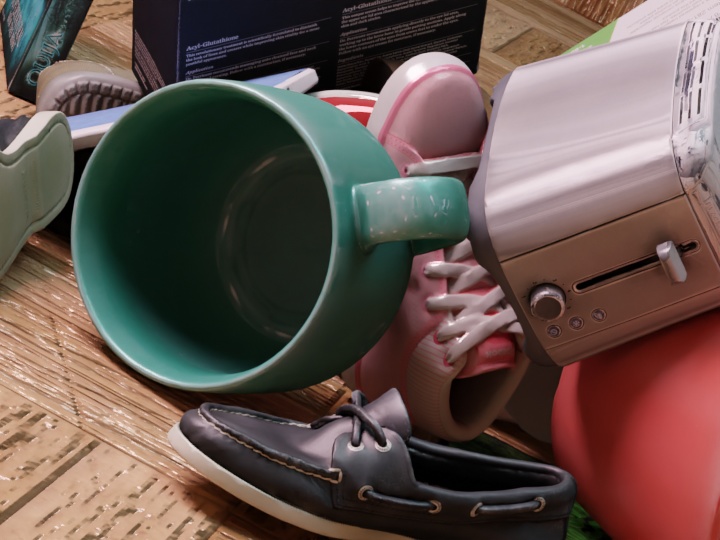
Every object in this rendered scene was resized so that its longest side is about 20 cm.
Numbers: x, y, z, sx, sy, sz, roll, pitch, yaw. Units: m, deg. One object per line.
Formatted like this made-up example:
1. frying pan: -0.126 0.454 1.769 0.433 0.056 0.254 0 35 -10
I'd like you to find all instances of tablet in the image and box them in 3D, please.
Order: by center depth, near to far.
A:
1. tablet: -0.130 -0.080 1.499 0.199 0.014 0.130 -11 8 13

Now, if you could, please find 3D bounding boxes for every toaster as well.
1. toaster: 0.136 -0.047 1.380 0.114 0.129 0.200 62 24 -27

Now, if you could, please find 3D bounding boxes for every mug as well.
1. mug: -0.038 -0.008 1.353 0.185 0.152 0.114 29 11 26

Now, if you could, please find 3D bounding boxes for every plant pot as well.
1. plant pot: 0.202 0.092 1.379 0.200 0.201 0.177 17 6 -35

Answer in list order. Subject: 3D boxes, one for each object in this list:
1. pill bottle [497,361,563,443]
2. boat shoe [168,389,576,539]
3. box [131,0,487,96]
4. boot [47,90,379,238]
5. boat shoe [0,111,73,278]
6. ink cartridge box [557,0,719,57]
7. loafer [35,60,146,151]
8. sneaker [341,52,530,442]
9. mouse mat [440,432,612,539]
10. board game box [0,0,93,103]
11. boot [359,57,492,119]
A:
1. pill bottle: 0.087 0.020 1.581 0.111 0.111 0.200 20 15 -27
2. boat shoe: 0.012 0.088 1.244 0.199 0.066 0.075 23 14 -17
3. box: -0.028 -0.165 1.596 0.199 0.141 0.079 -15 55 -19
4. boot: -0.072 -0.052 1.497 0.199 0.073 0.144 -8 5 18
5. boat shoe: -0.202 -0.039 1.352 0.066 0.075 0.199 2 21 13
6. ink cartridge box: 0.183 -0.061 1.522 0.084 0.146 0.200 50 15 -37
7. loafer: -0.114 -0.092 1.690 0.200 0.075 0.070 19 19 -34
8. sneaker: 0.050 -0.005 1.409 0.075 0.201 0.105 -9 28 -35
9. mouse mat: 0.134 0.142 1.443 0.199 0.008 0.161 24 14 -10
10. board game box: -0.197 -0.199 1.805 0.028 0.136 0.200 23 14 -16
11. boot: 0.065 -0.058 1.548 0.075 0.074 0.200 5 33 -23
